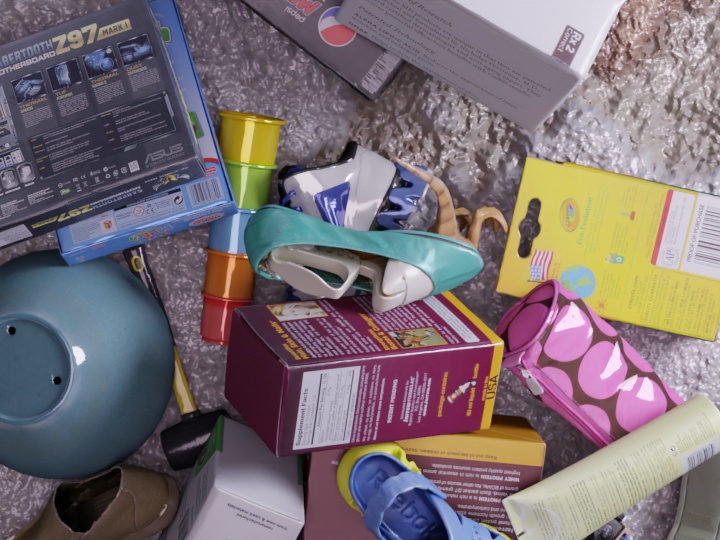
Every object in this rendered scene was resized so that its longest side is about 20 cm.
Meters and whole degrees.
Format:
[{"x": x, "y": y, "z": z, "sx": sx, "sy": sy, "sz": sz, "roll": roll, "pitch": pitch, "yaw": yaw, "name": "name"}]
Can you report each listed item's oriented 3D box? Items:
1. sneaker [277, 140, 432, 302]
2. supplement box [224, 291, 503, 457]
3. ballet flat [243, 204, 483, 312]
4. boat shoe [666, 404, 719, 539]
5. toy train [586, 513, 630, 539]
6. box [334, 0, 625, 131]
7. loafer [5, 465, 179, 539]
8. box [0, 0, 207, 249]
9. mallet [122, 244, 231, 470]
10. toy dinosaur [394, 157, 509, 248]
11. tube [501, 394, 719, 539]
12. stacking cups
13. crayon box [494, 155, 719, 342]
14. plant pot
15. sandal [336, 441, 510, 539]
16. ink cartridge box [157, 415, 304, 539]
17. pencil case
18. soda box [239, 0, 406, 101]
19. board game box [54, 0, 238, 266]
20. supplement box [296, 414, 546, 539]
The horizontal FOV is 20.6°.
[{"x": -0.036, "y": -0.030, "z": 1.704, "sx": 0.115, "sy": 0.081, "sz": 0.200, "roll": 32, "pitch": 86, "yaw": -5, "name": "sneaker"}, {"x": 0.002, "y": 0.081, "z": 1.624, "sx": 0.200, "sy": 0.110, "sz": 0.086, "roll": -5, "pitch": 117, "yaw": -26, "name": "supplement box"}, {"x": 0.000, "y": 0.000, "z": 1.630, "sx": 0.200, "sy": 0.067, "sz": 0.070, "roll": 11, "pitch": 54, "yaw": -2, "name": "ballet flat"}, {"x": 0.321, "y": 0.206, "z": 1.748, "sx": 0.072, "sy": 0.061, "sz": 0.201, "roll": 18, "pitch": 85, "yaw": 40, "name": "boat shoe"}, {"x": 0.179, "y": 0.299, "z": 1.763, "sx": 0.046, "sy": 0.034, "sz": 0.200, "roll": 36, "pitch": 93, "yaw": -8, "name": "toy train"}, {"x": 0.117, "y": -0.257, "z": 1.626, "sx": 0.200, "sy": 0.131, "sz": 0.199, "roll": 30, "pitch": 68, "yaw": -5, "name": "box"}, {"x": -0.250, "y": 0.219, "z": 1.698, "sx": 0.200, "sy": 0.076, "sz": 0.067, "roll": -32, "pitch": 130, "yaw": 15, "name": "loafer"}, {"x": -0.244, "y": -0.121, "z": 1.629, "sx": 0.200, "sy": 0.051, "sz": 0.158, "roll": -20, "pitch": 72, "yaw": 0, "name": "box"}, {"x": -0.157, "y": 0.072, "z": 1.730, "sx": 0.066, "sy": 0.041, "sz": 0.200, "roll": -12, "pitch": 92, "yaw": 0, "name": "mallet"}, {"x": 0.074, "y": -0.028, "z": 1.679, "sx": 0.060, "sy": 0.106, "sz": 0.200, "roll": 30, "pitch": 136, "yaw": 26, "name": "toy dinosaur"}, {"x": 0.213, "y": 0.171, "z": 1.645, "sx": 0.200, "sy": 0.052, "sz": 0.058, "roll": -30, "pitch": 74, "yaw": -12, "name": "tube"}, {"x": -0.111, "y": -0.037, "z": 1.712, "sx": 0.060, "sy": 0.061, "sz": 0.200, "roll": 10, "pitch": 98, "yaw": -3, "name": "stacking cups"}, {"x": 0.224, "y": -0.022, "z": 1.726, "sx": 0.200, "sy": 0.051, "sz": 0.127, "roll": 13, "pitch": 95, "yaw": -4, "name": "crayon box"}, {"x": -0.266, "y": 0.080, "z": 1.658, "sx": 0.200, "sy": 0.135, "sz": 0.200, "roll": 0, "pitch": 89, "yaw": 6, "name": "plant pot"}, {"x": 0.063, "y": 0.220, "z": 1.592, "sx": 0.200, "sy": 0.087, "sz": 0.080, "roll": 38, "pitch": 90, "yaw": -7, "name": "sandal"}, {"x": -0.126, "y": 0.247, "z": 1.670, "sx": 0.084, "sy": 0.146, "sz": 0.200, "roll": 23, "pitch": 108, "yaw": -11, "name": "ink cartridge box"}, {"x": 0.200, "y": 0.101, "z": 1.694, "sx": 0.200, "sy": 0.094, "sz": 0.091, "roll": 40, "pitch": 130, "yaw": -21, "name": "pencil case"}, {"x": -0.049, "y": -0.228, "z": 1.686, "sx": 0.200, "sy": 0.071, "sz": 0.063, "roll": 38, "pitch": 92, "yaw": -5, "name": "soda box"}, {"x": -0.202, "y": -0.120, "z": 1.671, "sx": 0.151, "sy": 0.037, "sz": 0.200, "roll": -17, "pitch": 73, "yaw": 0, "name": "board game box"}, {"x": 0.044, "y": 0.226, "z": 1.701, "sx": 0.197, "sy": 0.133, "sz": 0.200, "roll": 5, "pitch": 95, "yaw": -3, "name": "supplement box"}]
